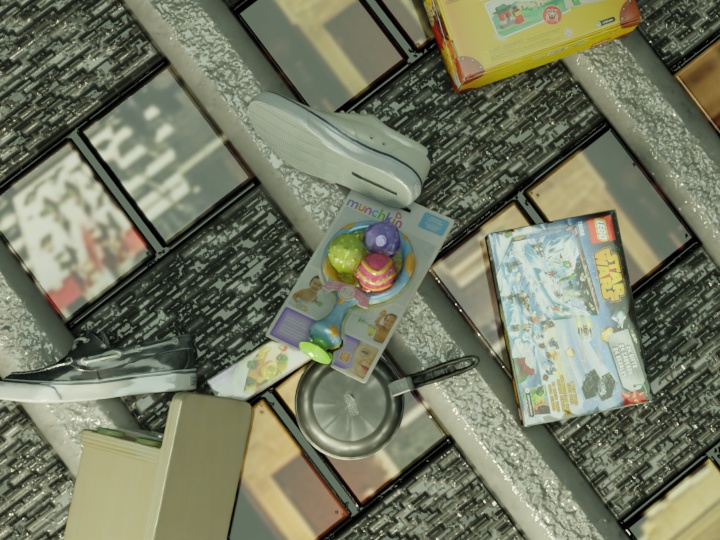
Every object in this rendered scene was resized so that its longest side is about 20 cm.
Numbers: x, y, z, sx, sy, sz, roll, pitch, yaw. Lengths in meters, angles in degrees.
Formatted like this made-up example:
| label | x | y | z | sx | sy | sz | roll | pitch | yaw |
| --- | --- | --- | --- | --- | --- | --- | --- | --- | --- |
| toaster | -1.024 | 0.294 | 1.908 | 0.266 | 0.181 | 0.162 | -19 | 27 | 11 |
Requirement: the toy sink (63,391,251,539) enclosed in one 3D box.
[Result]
| label | x | y | z | sx | sy | sz | roll | pitch | yaw |
| --- | --- | --- | --- | --- | --- | --- | --- | --- | --- |
| toy sink | -0.201 | 0.212 | 1.501 | 0.111 | 0.130 | 0.202 | 10 | 87 | 28 |

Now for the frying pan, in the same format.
| label | x | y | z | sx | sy | sz | roll | pitch | yaw |
| --- | --- | --- | --- | --- | --- | --- | --- | --- | --- |
| frying pan | 0.026 | 0.138 | 1.583 | 0.188 | 0.031 | 0.116 | 4 | 87 | 1 |

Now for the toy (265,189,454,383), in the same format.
| label | x | y | z | sx | sy | sz | roll | pitch | yaw |
| --- | --- | --- | --- | --- | --- | --- | --- | --- | --- |
| toy | 0.000 | 0.000 | 1.542 | 0.114 | 0.047 | 0.201 | 24 | 70 | 14 |

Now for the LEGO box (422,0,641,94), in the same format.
| label | x | y | z | sx | sy | sz | roll | pitch | yaw |
| --- | --- | --- | --- | --- | --- | --- | --- | --- | --- |
| LEGO box | 0.168 | -0.288 | 1.594 | 0.198 | 0.077 | 0.150 | -19 | 86 | -3 |

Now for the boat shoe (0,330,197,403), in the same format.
| label | x | y | z | sx | sy | sz | roll | pitch | yaw |
| --- | --- | --- | --- | --- | --- | --- | --- | --- | --- |
| boat shoe | -0.264 | 0.094 | 1.552 | 0.198 | 0.072 | 0.069 | -5 | 88 | -5 |

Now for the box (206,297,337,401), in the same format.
| label | x | y | z | sx | sy | sz | roll | pitch | yaw |
| --- | --- | --- | --- | --- | --- | --- | --- | --- | --- |
| box | -0.064 | 0.076 | 1.576 | 0.199 | 0.041 | 0.039 | -32 | 88 | -5 |

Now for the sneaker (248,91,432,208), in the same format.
| label | x | y | z | sx | sy | sz | roll | pitch | yaw |
| --- | --- | --- | --- | --- | --- | --- | --- | --- | --- |
| sneaker | -0.019 | -0.133 | 1.588 | 0.199 | 0.073 | 0.071 | 29 | 52 | 7 |

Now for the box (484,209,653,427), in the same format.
| label | x | y | z | sx | sy | sz | roll | pitch | yaw |
| --- | --- | --- | --- | --- | --- | --- | --- | --- | --- |
| box | 0.213 | 0.049 | 1.589 | 0.135 | 0.040 | 0.202 | -10 | 86 | -2 |
